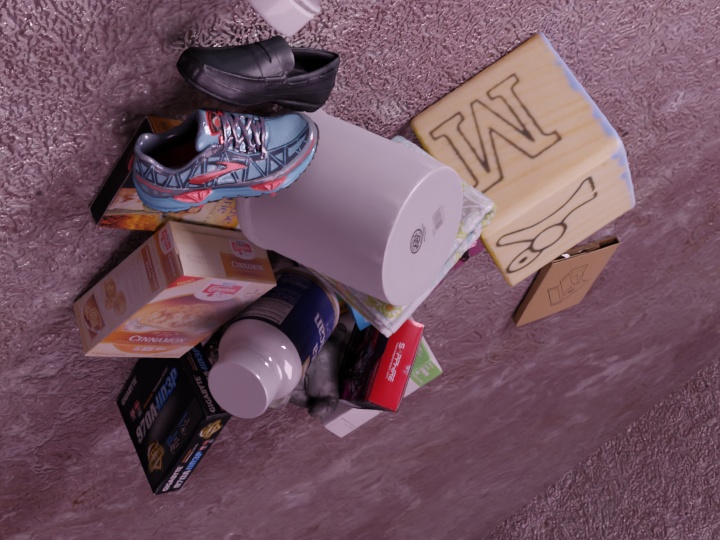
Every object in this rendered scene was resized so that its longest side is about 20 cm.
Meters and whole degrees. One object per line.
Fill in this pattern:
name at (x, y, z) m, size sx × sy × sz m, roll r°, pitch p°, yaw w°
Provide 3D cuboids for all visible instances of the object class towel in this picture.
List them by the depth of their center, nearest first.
towel at (0.039, -0.044, 1.238) m, size 0.201 × 0.171 × 0.048 m, roll -49°, pitch 149°, yaw -2°

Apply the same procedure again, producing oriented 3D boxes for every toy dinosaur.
toy dinosaur at (-0.177, 0.095, 1.463) m, size 0.101 × 0.078 × 0.201 m, roll -8°, pitch 143°, yaw -25°

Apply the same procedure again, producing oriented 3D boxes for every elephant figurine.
elephant figurine at (-0.133, 0.154, 1.529) m, size 0.196 × 0.158 × 0.141 m, roll 4°, pitch 173°, yaw -17°

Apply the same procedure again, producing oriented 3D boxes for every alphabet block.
alphabet block at (0.208, -0.134, 1.331) m, size 0.198 × 0.198 × 0.195 m, roll -32°, pitch 152°, yaw 5°

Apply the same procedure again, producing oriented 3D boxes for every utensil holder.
utensil holder at (-0.011, -0.071, 1.148) m, size 0.170 × 0.198 × 0.172 m, roll -39°, pitch 143°, yaw -38°

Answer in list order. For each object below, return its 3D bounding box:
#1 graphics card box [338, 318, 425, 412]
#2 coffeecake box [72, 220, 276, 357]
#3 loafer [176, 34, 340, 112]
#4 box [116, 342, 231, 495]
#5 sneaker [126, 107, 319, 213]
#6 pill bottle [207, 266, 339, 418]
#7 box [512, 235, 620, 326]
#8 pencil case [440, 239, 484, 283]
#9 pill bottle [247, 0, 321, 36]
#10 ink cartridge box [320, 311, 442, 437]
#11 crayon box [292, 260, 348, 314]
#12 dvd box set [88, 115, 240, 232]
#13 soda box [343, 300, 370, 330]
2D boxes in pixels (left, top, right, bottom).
graphics card box at (0.021, 0.134, 1.500) m, size 0.050 × 0.127 × 0.200 m, roll 21°, pitch 169°, yaw -13°
coffeecake box at (-0.225, 0.029, 1.271) m, size 0.199 × 0.074 × 0.152 m, roll -35°, pitch 154°, yaw 32°
loafer at (-0.098, -0.205, 1.051) m, size 0.199 × 0.068 × 0.071 m, roll -4°, pitch 136°, yaw -50°
box at (-0.259, 0.187, 1.442) m, size 0.045 × 0.160 × 0.201 m, roll -5°, pitch 145°, yaw -40°
sneaker at (-0.136, -0.120, 1.052) m, size 0.197 × 0.080 × 0.096 m, roll -19°, pitch 149°, yaw -6°
pill bottle at (-0.110, 0.091, 1.316) m, size 0.111 × 0.110 × 0.201 m, roll -53°, pitch -179°, yaw 39°
box at (0.382, 0.020, 1.958) m, size 0.161 × 0.021 × 0.201 m, roll -17°, pitch 149°, yaw -26°
pencil case at (0.120, -0.028, 1.546) m, size 0.200 × 0.084 × 0.086 m, roll -43°, pitch 144°, yaw 22°
pill bottle at (-0.017, -0.303, 0.908) m, size 0.199 × 0.115 × 0.114 m, roll -39°, pitch 152°, yaw 17°
ink cartridge box at (0.006, 0.144, 1.650) m, size 0.198 × 0.147 × 0.084 m, roll -33°, pitch 154°, yaw 5°
crayon box at (-0.028, -0.012, 1.458) m, size 0.124 × 0.052 × 0.201 m, roll -27°, pitch 152°, yaw -8°
dvd box set at (-0.186, -0.100, 1.175) m, size 0.198 × 0.030 × 0.147 m, roll 3°, pitch 138°, yaw -47°
soda box at (0.000, 0.000, 1.380) m, size 0.067 × 0.065 × 0.201 m, roll -27°, pitch 153°, yaw -5°
